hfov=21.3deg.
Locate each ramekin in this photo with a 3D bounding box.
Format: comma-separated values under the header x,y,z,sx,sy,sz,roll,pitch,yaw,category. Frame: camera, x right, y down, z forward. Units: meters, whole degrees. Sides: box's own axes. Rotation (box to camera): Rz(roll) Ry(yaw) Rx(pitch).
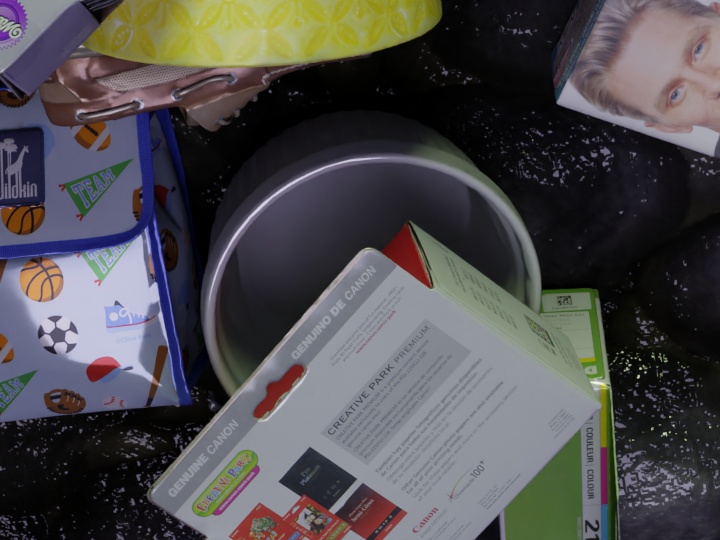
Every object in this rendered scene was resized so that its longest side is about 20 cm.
x,y,z,sx,sy,sz,roll,pitch,yaw,category
0.000,0.000,1.143,0.199,0.105,0.201,-4,118,-8,ramekin

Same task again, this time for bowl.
x,y,z,sx,sy,sz,roll,pitch,yaw,category
-0.057,-0.182,0.994,0.198,0.200,0.108,0,110,2,bowl

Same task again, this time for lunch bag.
x,y,z,sx,sy,sz,roll,pitch,yaw,category
-0.188,-0.016,1.152,0.169,0.124,0.201,-5,110,6,lunch bag

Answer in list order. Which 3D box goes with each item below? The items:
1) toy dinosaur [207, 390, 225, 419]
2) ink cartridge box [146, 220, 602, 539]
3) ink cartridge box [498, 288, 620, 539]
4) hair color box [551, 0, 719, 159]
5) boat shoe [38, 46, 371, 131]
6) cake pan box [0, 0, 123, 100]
x,y,z,sx,sy,sz,roll,pitch,yaw,category
-0.047,0.091,1.267,0.088,0.048,0.201,-21,126,8,toy dinosaur
0.001,0.082,1.079,0.175,0.084,0.200,35,106,-24,ink cartridge box
0.120,0.128,1.189,0.075,0.201,0.149,-3,125,4,ink cartridge box
0.219,-0.118,1.099,0.199,0.061,0.100,17,124,-9,hair color box
-0.089,-0.119,1.081,0.198,0.076,0.072,-5,112,-11,boat shoe
-0.160,-0.210,0.913,0.184,0.052,0.200,-43,79,0,cake pan box
